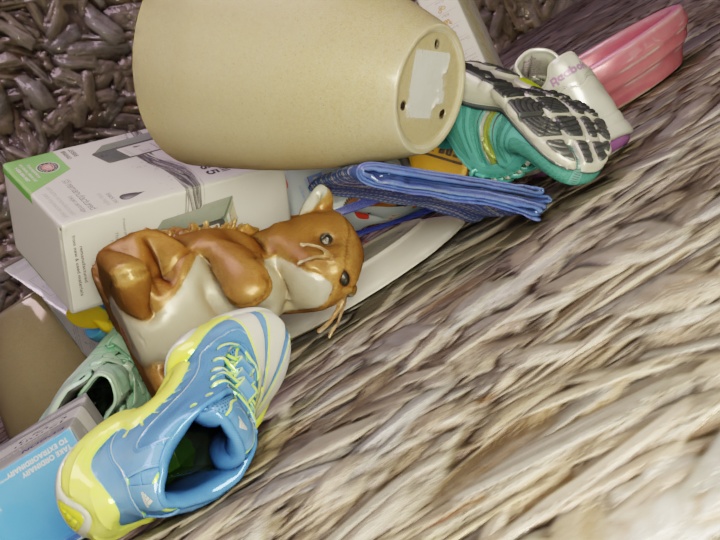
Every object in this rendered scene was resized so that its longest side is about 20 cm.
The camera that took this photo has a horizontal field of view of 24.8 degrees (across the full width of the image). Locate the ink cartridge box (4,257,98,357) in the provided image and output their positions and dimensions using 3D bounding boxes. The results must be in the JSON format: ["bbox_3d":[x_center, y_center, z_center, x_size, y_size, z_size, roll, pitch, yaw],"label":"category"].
[{"bbox_3d":[-0.219,0.018,1.577,0.162,0.057,0.200,-32,39,-32],"label":"ink cartridge box"}]

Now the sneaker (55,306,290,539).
[{"bbox_3d":[-0.080,0.086,0.943,0.105,0.076,0.200,-9,28,43],"label":"sneaker"}]

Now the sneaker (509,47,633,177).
[{"bbox_3d":[0.151,-0.129,1.295,0.075,0.100,0.200,-31,5,-13],"label":"sneaker"}]

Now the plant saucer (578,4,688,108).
[{"bbox_3d":[0.225,-0.179,1.543,0.200,0.051,0.201,-31,6,3],"label":"plant saucer"}]

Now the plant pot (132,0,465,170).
[{"bbox_3d":[-0.031,-0.150,1.197,0.199,0.188,0.187,16,36,33],"label":"plant pot"}]

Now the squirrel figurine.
[{"bbox_3d":[-0.097,0.002,1.229,0.186,0.142,0.200,-25,21,-14],"label":"squirrel figurine"}]

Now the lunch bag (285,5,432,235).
[{"bbox_3d":[-0.012,-0.119,1.456,0.199,0.171,0.124,-20,-14,-25],"label":"lunch bag"}]

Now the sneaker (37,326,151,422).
[{"bbox_3d":[-0.176,0.079,1.294,0.201,0.074,0.118,-51,6,-16],"label":"sneaker"}]

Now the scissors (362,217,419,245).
[{"bbox_3d":[-0.004,-0.015,1.523,0.073,0.014,0.200,-48,-11,36],"label":"scissors"}]

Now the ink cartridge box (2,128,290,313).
[{"bbox_3d":[-0.177,-0.053,1.364,0.199,0.084,0.145,-17,31,-25],"label":"ink cartridge box"}]

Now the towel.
[{"bbox_3d":[0.046,-0.055,1.220,0.144,0.024,0.200,9,-2,-11],"label":"towel"}]

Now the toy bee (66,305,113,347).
[{"bbox_3d":[-0.188,0.038,1.398,0.130,0.201,0.109,4,-9,-37],"label":"toy bee"}]

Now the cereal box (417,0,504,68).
[{"bbox_3d":[0.094,-0.197,1.443,0.039,0.201,0.144,-25,-25,12],"label":"cereal box"}]

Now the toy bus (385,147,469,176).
[{"bbox_3d":[0.006,-0.116,1.338,0.199,0.079,0.065,17,6,18],"label":"toy bus"}]

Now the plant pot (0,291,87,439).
[{"bbox_3d":[-0.289,0.078,1.632,0.200,0.135,0.200,-31,7,4],"label":"plant pot"}]

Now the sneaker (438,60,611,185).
[{"bbox_3d":[0.113,-0.096,1.192,0.077,0.080,0.200,2,19,-28],"label":"sneaker"}]

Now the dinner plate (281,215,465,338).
[{"bbox_3d":[0.000,0.000,1.374,0.200,0.024,0.200,-30,7,4],"label":"dinner plate"}]

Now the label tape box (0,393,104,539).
[{"bbox_3d":[-0.233,0.158,1.086,0.143,0.066,0.200,-32,5,-1],"label":"label tape box"}]
